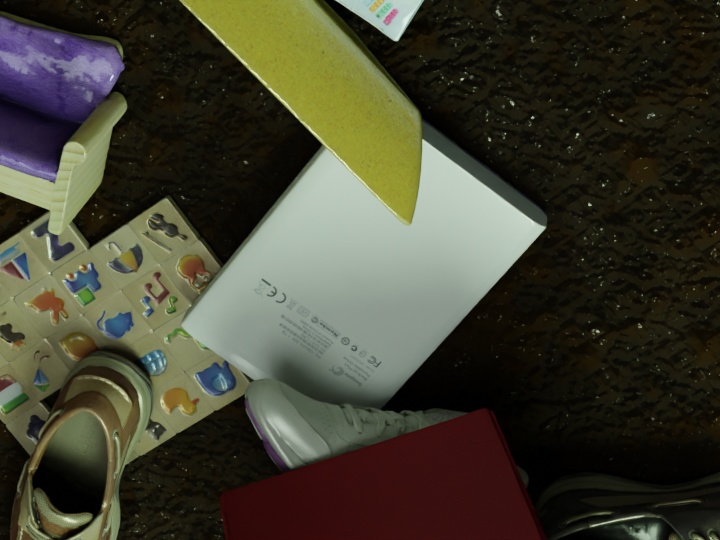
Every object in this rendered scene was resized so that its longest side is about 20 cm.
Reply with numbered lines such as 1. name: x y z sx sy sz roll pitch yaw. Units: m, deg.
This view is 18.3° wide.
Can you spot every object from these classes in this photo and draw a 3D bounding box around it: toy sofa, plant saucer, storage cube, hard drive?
1. toy sofa: -0.245 -0.108 1.339 0.199 0.083 0.098 20 119 4
2. plant saucer: -0.045 -0.136 1.200 0.048 0.200 0.200 -42 118 6
3. storage cube: 0.034 0.215 1.284 0.199 0.180 0.172 -18 121 -2
4. hard drive: 0.000 0.000 1.354 0.132 0.025 0.200 36 118 -10

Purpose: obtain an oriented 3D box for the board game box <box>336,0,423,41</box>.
1. board game box: -0.037 -0.215 1.170 0.199 0.200 0.043 34 113 -4

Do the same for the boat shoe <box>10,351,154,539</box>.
1. boat shoe: -0.191 0.147 1.442 0.075 0.072 0.201 19 118 5

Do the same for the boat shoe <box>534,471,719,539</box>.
1. boat shoe: 0.201 0.169 1.362 0.199 0.073 0.075 -4 114 16

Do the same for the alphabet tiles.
1. alphabet tiles: -0.166 0.040 1.431 0.200 0.008 0.167 -32 103 24

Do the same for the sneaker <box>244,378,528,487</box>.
1. sneaker: 0.017 0.108 1.372 0.200 0.075 0.100 34 100 -27
